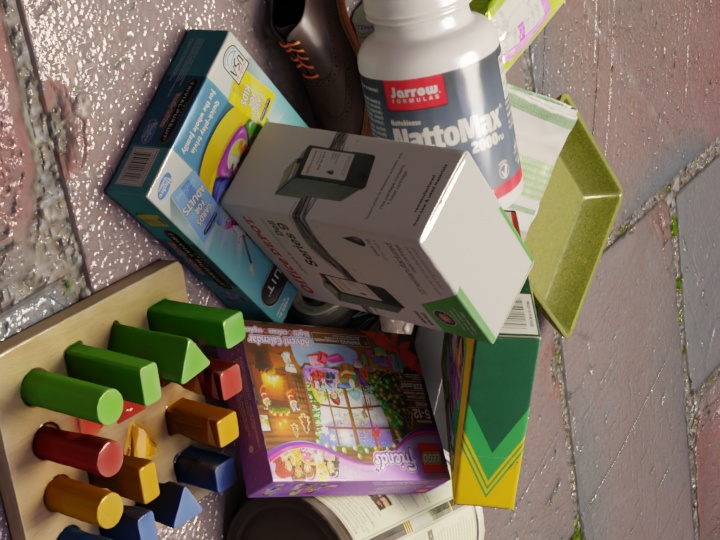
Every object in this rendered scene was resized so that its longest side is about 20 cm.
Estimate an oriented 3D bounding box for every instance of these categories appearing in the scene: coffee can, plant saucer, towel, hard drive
[{"bbox_3d":[-0.002,0.242,1.262,0.199,0.145,0.149,-12,107,-52],"label":"coffee can"},{"bbox_3d":[0.209,-0.060,1.576,0.200,0.047,0.202,48,59,-47],"label":"plant saucer"},{"bbox_3d":[0.126,-0.068,1.318,0.148,0.031,0.202,9,104,-48],"label":"towel"},{"bbox_3d":[0.098,0.107,1.460,0.134,0.042,0.203,28,74,-53],"label":"hard drive"}]

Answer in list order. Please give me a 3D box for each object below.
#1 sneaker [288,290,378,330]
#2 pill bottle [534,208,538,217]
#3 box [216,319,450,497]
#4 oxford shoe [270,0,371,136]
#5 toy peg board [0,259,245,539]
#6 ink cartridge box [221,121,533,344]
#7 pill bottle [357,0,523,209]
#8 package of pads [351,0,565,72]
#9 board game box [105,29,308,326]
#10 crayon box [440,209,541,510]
[{"bbox_3d":[0.000,0.000,1.296,0.200,0.075,0.080,-44,146,-34],"label":"sneaker"},{"bbox_3d":[0.107,-0.121,1.375,0.105,0.103,0.201,-61,140,-26],"label":"pill bottle"},{"bbox_3d":[-0.021,0.116,1.191,0.198,0.039,0.139,6,60,-42],"label":"box"},{"bbox_3d":[-0.042,-0.185,1.196,0.072,0.071,0.203,-24,106,-43],"label":"oxford shoe"},{"bbox_3d":[-0.162,0.124,1.059,0.199,0.097,0.202,-31,121,-47],"label":"toy peg board"},{"bbox_3d":[0.013,-0.031,1.105,0.085,0.198,0.146,-61,139,-20],"label":"ink cartridge box"},{"bbox_3d":[0.061,-0.148,1.169,0.119,0.118,0.203,-38,123,-44],"label":"pill bottle"},{"bbox_3d":[0.108,-0.258,1.307,0.200,0.153,0.069,-51,134,-35],"label":"package of pads"},{"bbox_3d":[-0.099,-0.070,1.149,0.200,0.046,0.152,47,59,-47],"label":"board game box"},{"bbox_3d":[0.108,0.072,1.226,0.201,0.057,0.175,-90,-177,-58],"label":"crayon box"}]
